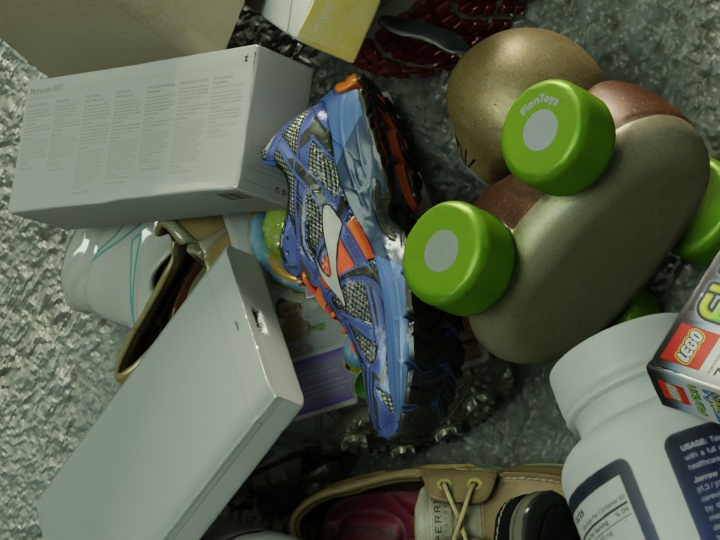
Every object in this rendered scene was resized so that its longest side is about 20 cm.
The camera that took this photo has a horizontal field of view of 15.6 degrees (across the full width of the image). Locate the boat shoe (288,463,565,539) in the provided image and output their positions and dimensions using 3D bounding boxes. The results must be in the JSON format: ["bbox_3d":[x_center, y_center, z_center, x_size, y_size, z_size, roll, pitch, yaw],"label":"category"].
[{"bbox_3d":[0.050,0.142,1.433,0.199,0.066,0.075,-11,76,33],"label":"boat shoe"}]

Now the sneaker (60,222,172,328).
[{"bbox_3d":[-0.113,-0.058,1.588,0.080,0.070,0.202,23,103,29],"label":"sneaker"}]

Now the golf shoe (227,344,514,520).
[{"bbox_3d":[-0.007,0.065,1.485,0.199,0.078,0.098,-24,63,28],"label":"golf shoe"}]

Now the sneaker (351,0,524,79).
[{"bbox_3d":[0.064,-0.188,1.483,0.200,0.078,0.082,-44,56,10],"label":"sneaker"}]

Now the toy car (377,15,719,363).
[{"bbox_3d":[0.082,-0.064,1.397,0.158,0.164,0.200,-50,49,16],"label":"toy car"}]

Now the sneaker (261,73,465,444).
[{"bbox_3d":[0.000,0.000,1.381,0.078,0.075,0.201,-22,65,21],"label":"sneaker"}]

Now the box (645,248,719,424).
[{"bbox_3d":[0.236,-0.005,1.289,0.110,0.035,0.200,17,61,35],"label":"box"}]

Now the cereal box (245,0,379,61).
[{"bbox_3d":[-0.010,-0.200,1.476,0.145,0.039,0.200,-67,15,6],"label":"cereal box"}]

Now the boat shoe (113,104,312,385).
[{"bbox_3d":[-0.083,-0.015,1.526,0.071,0.076,0.201,5,70,54],"label":"boat shoe"}]

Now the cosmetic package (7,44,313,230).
[{"bbox_3d":[-0.115,-0.073,1.491,0.199,0.050,0.083,-3,76,45],"label":"cosmetic package"}]

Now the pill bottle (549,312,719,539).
[{"bbox_3d":[0.167,0.128,1.326,0.111,0.111,0.201,-32,65,27],"label":"pill bottle"}]

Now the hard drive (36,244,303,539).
[{"bbox_3d":[-0.107,0.100,1.432,0.200,0.026,0.132,-52,33,23],"label":"hard drive"}]

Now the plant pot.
[{"bbox_3d":[-0.167,-0.241,1.526,0.199,0.176,0.201,2,68,54],"label":"plant pot"}]

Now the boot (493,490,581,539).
[{"bbox_3d":[0.053,0.214,1.393,0.153,0.073,0.205,2,104,37],"label":"boot"}]

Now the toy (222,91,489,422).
[{"bbox_3d":[-0.013,-0.020,1.452,0.114,0.047,0.201,-17,56,-3],"label":"toy"}]

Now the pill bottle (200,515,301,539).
[{"bbox_3d":[-0.071,0.193,1.444,0.200,0.109,0.110,6,85,59],"label":"pill bottle"}]
